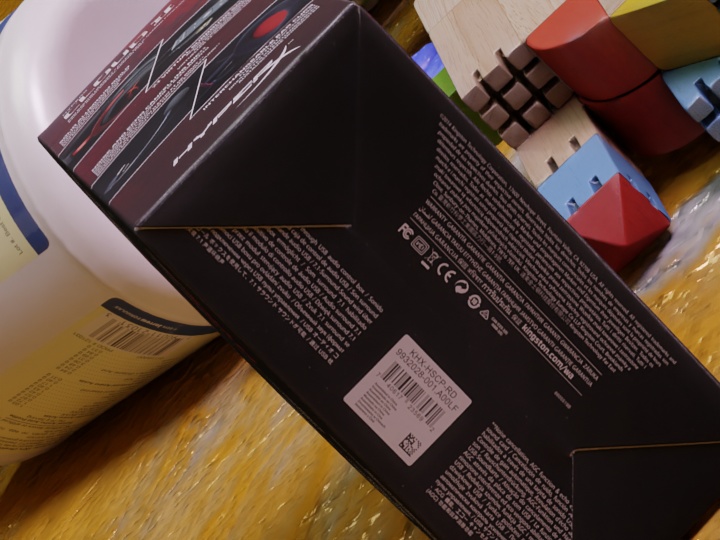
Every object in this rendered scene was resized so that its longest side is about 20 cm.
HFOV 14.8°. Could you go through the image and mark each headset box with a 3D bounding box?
[{"bbox_3d":[0.000,0.000,0.716,0.075,0.149,0.200,-45,15,-3],"label":"headset box"}]

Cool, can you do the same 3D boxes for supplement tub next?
[{"bbox_3d":[-0.130,-0.011,1.081,0.200,0.145,0.145,-33,21,38],"label":"supplement tub"}]

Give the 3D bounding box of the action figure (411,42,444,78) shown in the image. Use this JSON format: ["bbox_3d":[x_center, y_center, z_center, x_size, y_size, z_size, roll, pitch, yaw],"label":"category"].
[{"bbox_3d":[0.001,-0.074,1.000,0.200,0.099,0.065,-53,18,-14],"label":"action figure"}]

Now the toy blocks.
[{"bbox_3d":[0.099,-0.088,0.815,0.200,0.100,0.137,-43,28,12],"label":"toy blocks"}]

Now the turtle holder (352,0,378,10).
[{"bbox_3d":[-0.049,-0.186,1.244,0.141,0.186,0.131,-46,37,-15],"label":"turtle holder"}]
